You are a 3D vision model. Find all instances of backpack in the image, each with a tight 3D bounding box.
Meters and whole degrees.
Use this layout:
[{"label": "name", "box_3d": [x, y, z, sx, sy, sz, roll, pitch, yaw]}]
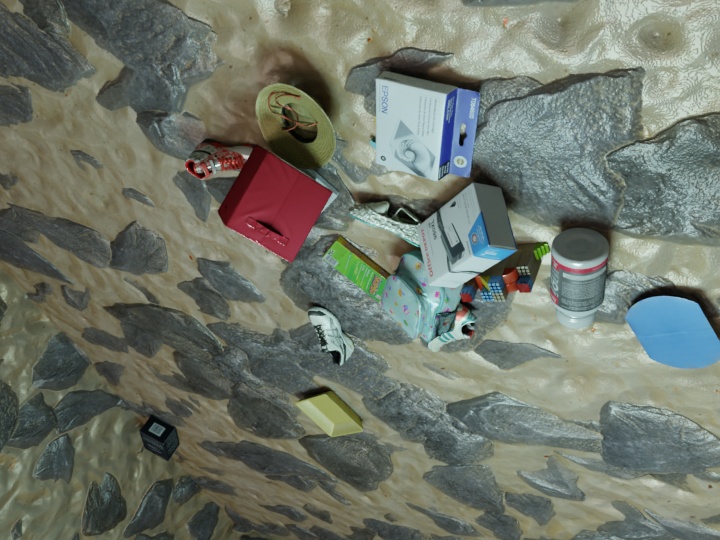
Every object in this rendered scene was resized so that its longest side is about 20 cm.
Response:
[{"label": "backpack", "box_3d": [0.146, 0.048, 1.465, 0.176, 0.152, 0.202, 46, 134, 35]}]

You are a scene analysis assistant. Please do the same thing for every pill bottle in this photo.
[{"label": "pill bottle", "box_3d": [0.447, 0.022, 1.284, 0.110, 0.111, 0.201, 10, 136, 25]}]

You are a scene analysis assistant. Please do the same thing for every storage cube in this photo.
[{"label": "storage cube", "box_3d": [-0.193, -0.152, 1.376, 0.170, 0.181, 0.200, 30, -175, -23]}]

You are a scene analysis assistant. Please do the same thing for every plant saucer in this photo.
[{"label": "plant saucer", "box_3d": [-0.103, 0.497, 2.200, 0.200, 0.049, 0.199, 46, 140, -16]}]

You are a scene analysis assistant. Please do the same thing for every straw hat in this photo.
[{"label": "straw hat", "box_3d": [-0.120, -0.324, 1.327, 0.199, 0.085, 0.202, 18, 139, 16]}]

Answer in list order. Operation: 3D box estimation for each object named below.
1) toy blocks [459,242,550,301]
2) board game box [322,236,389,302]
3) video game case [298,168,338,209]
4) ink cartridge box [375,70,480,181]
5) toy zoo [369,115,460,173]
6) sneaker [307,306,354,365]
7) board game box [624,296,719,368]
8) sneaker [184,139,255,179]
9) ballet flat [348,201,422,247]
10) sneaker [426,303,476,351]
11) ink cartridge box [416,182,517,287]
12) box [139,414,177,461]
[{"label": "toy blocks", "box_3d": [0.299, 0.009, 1.351, 0.198, 0.137, 0.101, -3, 130, 35]}, {"label": "board game box", "box_3d": [0.000, 0.000, 1.630, 0.199, 0.030, 0.096, 40, 141, -4]}, {"label": "video game case", "box_3d": [-0.155, -0.186, 1.548, 0.143, 0.018, 0.200, 40, 140, -10]}, {"label": "ink cartridge box", "box_3d": [0.124, -0.273, 1.218, 0.198, 0.041, 0.201, 17, 138, 18]}, {"label": "toy zoo", "box_3d": [0.107, -0.264, 1.288, 0.198, 0.021, 0.132, 8, 135, 28]}, {"label": "sneaker", "box_3d": [-0.095, 0.197, 1.851, 0.075, 0.088, 0.201, -17, 119, 45]}, {"label": "board game box", "box_3d": [0.657, 0.120, 1.306, 0.157, 0.039, 0.201, -18, 114, 50]}, {"label": "sneaker", "box_3d": [-0.331, -0.258, 1.519, 0.199, 0.108, 0.068, 14, 138, 21]}, {"label": "ballet flat", "box_3d": [0.072, -0.122, 1.438, 0.198, 0.072, 0.072, 25, 141, 7]}, {"label": "sneaker", "box_3d": [0.237, 0.160, 1.601, 0.093, 0.070, 0.201, 30, 139, 13]}, {"label": "ink cartridge box", "box_3d": [0.216, -0.068, 1.308, 0.083, 0.146, 0.200, 5, 153, -32]}, {"label": "box", "box_3d": [-0.998, 0.835, 3.109, 0.147, 0.105, 0.201, 24, 141, 10]}]
